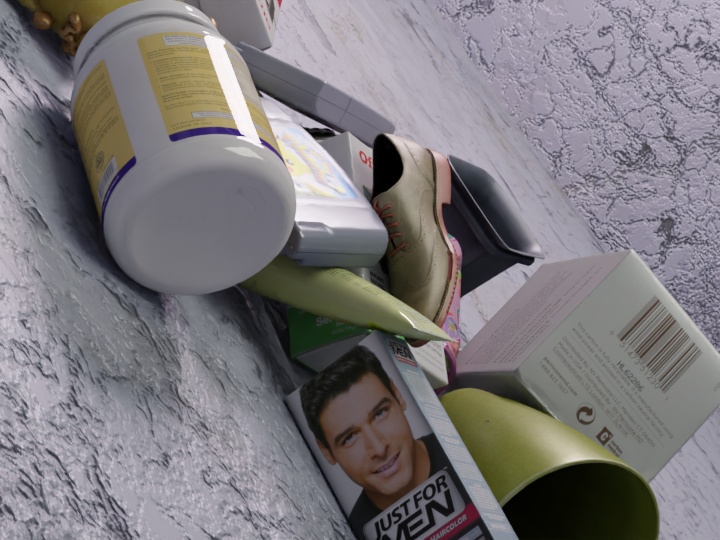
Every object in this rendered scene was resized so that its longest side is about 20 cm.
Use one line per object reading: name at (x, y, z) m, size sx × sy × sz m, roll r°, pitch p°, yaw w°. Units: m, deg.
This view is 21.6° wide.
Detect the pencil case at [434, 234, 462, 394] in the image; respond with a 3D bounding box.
pencil case at (0.056, 0.037, 1.822) m, size 0.088 × 0.087 × 0.201 m, roll 47°, pitch 27°, yaw -24°

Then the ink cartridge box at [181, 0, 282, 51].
ink cartridge box at (-0.145, -0.309, 1.967) m, size 0.200 × 0.082 × 0.148 m, roll -89°, pitch 160°, yaw -68°

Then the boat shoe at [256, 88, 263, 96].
boat shoe at (-0.131, -0.160, 1.757) m, size 0.200 × 0.073 × 0.063 m, roll 36°, pitch 19°, yaw -53°

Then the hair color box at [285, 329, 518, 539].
hair color box at (0.033, 0.159, 1.485) m, size 0.201 × 0.099 × 0.061 m, roll 60°, pitch 17°, yaw 24°

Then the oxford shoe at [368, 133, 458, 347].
oxford shoe at (0.034, -0.027, 1.599) m, size 0.074 × 0.070 × 0.201 m, roll 27°, pitch 43°, yaw -34°

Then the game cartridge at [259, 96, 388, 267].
game cartridge at (-0.067, -0.079, 1.567) m, size 0.133 × 0.041 × 0.200 m, roll 5°, pitch 37°, yaw -54°

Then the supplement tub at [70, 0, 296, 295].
supplement tub at (-0.139, -0.096, 1.427) m, size 0.145 × 0.145 × 0.201 m, roll 40°, pitch 20°, yaw -44°

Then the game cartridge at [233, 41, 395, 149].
game cartridge at (-0.042, -0.169, 1.883) m, size 0.133 × 0.042 × 0.200 m, roll 32°, pitch 4°, yaw 23°

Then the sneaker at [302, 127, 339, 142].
sneaker at (-0.059, -0.104, 1.896) m, size 0.200 × 0.074 × 0.082 m, roll -115°, pitch -155°, yaw -81°

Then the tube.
tube at (-0.019, 0.020, 1.535) m, size 0.199 × 0.052 × 0.058 m, roll 21°, pitch 42°, yaw 27°

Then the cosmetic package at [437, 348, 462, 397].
cosmetic package at (0.119, 0.128, 1.949) m, size 0.083 × 0.050 × 0.200 m, roll 59°, pitch 15°, yaw 16°

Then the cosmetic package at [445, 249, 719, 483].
cosmetic package at (0.208, 0.101, 1.758) m, size 0.168 × 0.166 × 0.200 m, roll 48°, pitch -16°, yaw -9°

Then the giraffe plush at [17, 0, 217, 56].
giraffe plush at (-0.218, -0.248, 1.587) m, size 0.162 × 0.171 × 0.202 m, roll -46°, pitch 134°, yaw -66°

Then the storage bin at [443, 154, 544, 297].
storage bin at (0.095, -0.039, 2.092) m, size 0.146 × 0.134 × 0.200 m, roll 57°, pitch 13°, yaw 14°

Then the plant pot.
plant pot at (0.123, 0.190, 1.611) m, size 0.187 × 0.187 × 0.200 m, roll 43°, pitch 2°, yaw -37°

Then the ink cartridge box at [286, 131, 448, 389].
ink cartridge box at (0.000, 0.000, 1.672) m, size 0.146 × 0.083 × 0.202 m, roll 35°, pitch 42°, yaw -52°
